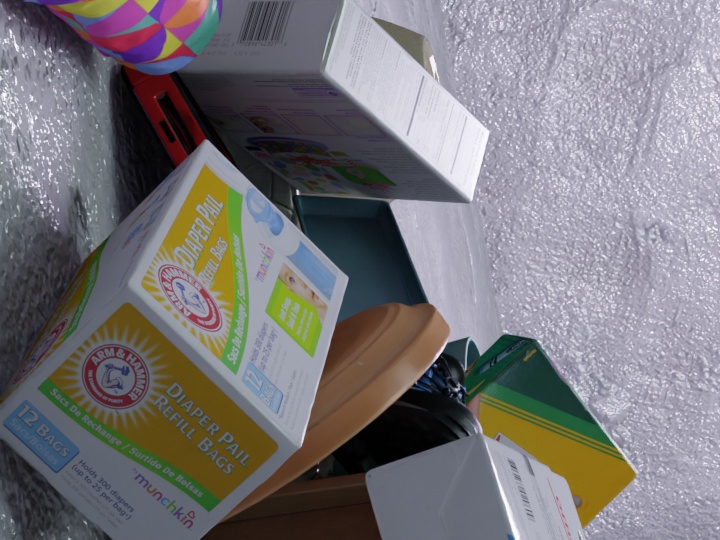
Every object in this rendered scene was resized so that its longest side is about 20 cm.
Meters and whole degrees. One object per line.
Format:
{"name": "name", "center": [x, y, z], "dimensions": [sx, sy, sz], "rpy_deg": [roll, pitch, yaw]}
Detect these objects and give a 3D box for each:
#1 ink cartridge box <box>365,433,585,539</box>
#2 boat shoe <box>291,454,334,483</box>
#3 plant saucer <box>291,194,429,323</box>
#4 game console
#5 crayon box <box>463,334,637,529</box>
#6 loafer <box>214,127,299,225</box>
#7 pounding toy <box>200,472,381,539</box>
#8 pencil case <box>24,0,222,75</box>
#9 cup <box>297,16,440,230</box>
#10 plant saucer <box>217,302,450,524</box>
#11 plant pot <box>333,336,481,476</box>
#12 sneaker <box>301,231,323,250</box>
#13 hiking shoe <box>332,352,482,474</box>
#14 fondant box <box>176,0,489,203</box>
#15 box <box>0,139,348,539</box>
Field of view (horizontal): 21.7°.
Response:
{"name": "ink cartridge box", "center": [0.076, 0.162, 0.998], "dimensions": [0.200, 0.067, 0.117], "rpy_deg": [33, 38, -67]}
{"name": "boat shoe", "center": [-0.058, 0.143, 1.206], "dimensions": [0.201, 0.072, 0.064], "rpy_deg": [-44, 126, -75]}
{"name": "plant saucer", "center": [0.000, 0.000, 1.216], "dimensions": [0.200, 0.069, 0.019], "rpy_deg": [-108, -155, -61]}
{"name": "game console", "center": [-0.076, -0.031, 1.164], "dimensions": [0.201, 0.031, 0.177], "rpy_deg": [60, 0, 24]}
{"name": "crayon box", "center": [0.068, 0.152, 1.222], "dimensions": [0.119, 0.200, 0.058], "rpy_deg": [50, -11, -13]}
{"name": "loafer", "center": [-0.083, -0.121, 1.351], "dimensions": [0.063, 0.071, 0.202], "rpy_deg": [-129, -147, -73]}
{"name": "pounding toy", "center": [-0.018, 0.204, 1.043], "dimensions": [0.200, 0.182, 0.144], "rpy_deg": [-74, 153, -69]}
{"name": "pencil case", "center": [-0.136, -0.162, 1.002], "dimensions": [0.200, 0.087, 0.089], "rpy_deg": [26, 56, -76]}
{"name": "cup", "center": [-0.006, -0.130, 1.550], "dimensions": [0.200, 0.142, 0.203], "rpy_deg": [-9, 90, -80]}
{"name": "plant saucer", "center": [-0.040, 0.076, 1.030], "dimensions": [0.032, 0.199, 0.200], "rpy_deg": [54, 14, -7]}
{"name": "plant pot", "center": [0.018, 0.160, 1.370], "dimensions": [0.201, 0.159, 0.203], "rpy_deg": [-9, 90, -80]}
{"name": "sneaker", "center": [-0.018, 0.012, 1.327], "dimensions": [0.200, 0.074, 0.085], "rpy_deg": [-82, -172, -74]}
{"name": "hiking shoe", "center": [0.030, 0.078, 1.134], "dimensions": [0.075, 0.087, 0.200], "rpy_deg": [49, -16, -12]}
{"name": "fondant box", "center": [-0.025, -0.110, 1.235], "dimensions": [0.200, 0.143, 0.059], "rpy_deg": [38, 63, -51]}
{"name": "box", "center": [-0.087, 0.036, 0.916], "dimensions": [0.112, 0.101, 0.200], "rpy_deg": [43, 20, -12]}
